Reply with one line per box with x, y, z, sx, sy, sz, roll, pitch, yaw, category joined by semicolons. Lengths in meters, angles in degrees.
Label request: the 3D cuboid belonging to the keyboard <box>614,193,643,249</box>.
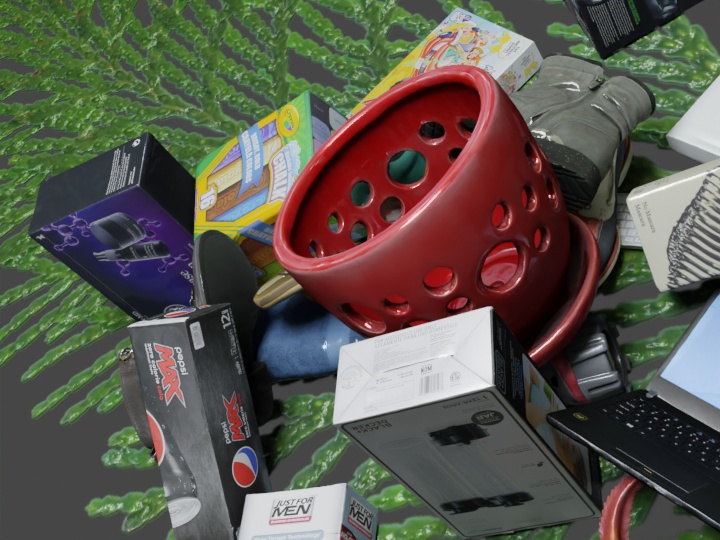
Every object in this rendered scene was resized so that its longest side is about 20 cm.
0.197;-0.047;0.851;0.199;0.011;0.056;7;61;38;keyboard

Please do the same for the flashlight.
0.110;0.096;0.765;0.199;0.068;0.068;-23;2;24;flashlight

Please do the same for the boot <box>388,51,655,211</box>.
0.134;-0.137;0.813;0.199;0.068;0.131;26;60;17;boot

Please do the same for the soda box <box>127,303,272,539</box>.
-0.132;0.133;0.817;0.071;0.063;0.201;-7;98;31;soda box

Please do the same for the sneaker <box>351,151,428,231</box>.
0.053;-0.095;0.872;0.071;0.080;0.200;-10;8;45;sneaker

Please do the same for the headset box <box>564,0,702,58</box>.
0.285;-0.338;0.960;0.199;0.093;0.175;-28;46;14;headset box

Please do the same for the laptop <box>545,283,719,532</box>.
0.257;0.084;0.625;0.177;0.200;0.104;30;113;40;laptop

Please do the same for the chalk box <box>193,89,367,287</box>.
-0.050;-0.077;0.938;0.200;0.125;0.124;-26;51;31;chalk box

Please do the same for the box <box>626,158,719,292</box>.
0.307;-0.054;0.715;0.199;0.082;0.068;-21;2;23;box

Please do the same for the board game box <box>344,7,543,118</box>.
0.079;-0.183;1.025;0.200;0.034;0.134;-45;44;-4;board game box

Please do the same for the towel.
-0.015;0.046;0.900;0.199;0.049;0.112;-12;49;26;towel

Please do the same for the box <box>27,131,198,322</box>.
-0.214;-0.030;0.991;0.141;0.200;0.079;-18;48;23;box

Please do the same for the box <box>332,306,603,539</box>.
0.080;0.115;0.669;0.116;0.200;0.060;-18;46;26;box

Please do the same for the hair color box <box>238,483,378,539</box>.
-0.050;0.271;0.738;0.099;0.061;0.201;-13;51;27;hair color box

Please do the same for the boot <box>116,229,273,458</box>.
-0.172;0.074;0.909;0.174;0.069;0.201;-13;85;38;boot

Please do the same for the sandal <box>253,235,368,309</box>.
0.000;0.000;0.852;0.199;0.054;0.080;-21;9;3;sandal

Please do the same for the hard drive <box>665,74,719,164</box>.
0.371;-0.158;0.804;0.200;0.027;0.132;-48;43;-5;hard drive

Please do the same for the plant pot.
0.063;-0.021;0.721;0.200;0.183;0.201;-29;33;22;plant pot

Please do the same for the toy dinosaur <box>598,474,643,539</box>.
0.139;0.246;0.555;0.105;0.201;0.181;-11;6;16;toy dinosaur

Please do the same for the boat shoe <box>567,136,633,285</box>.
0.188;-0.065;0.822;0.071;0.063;0.201;1;54;33;boat shoe
